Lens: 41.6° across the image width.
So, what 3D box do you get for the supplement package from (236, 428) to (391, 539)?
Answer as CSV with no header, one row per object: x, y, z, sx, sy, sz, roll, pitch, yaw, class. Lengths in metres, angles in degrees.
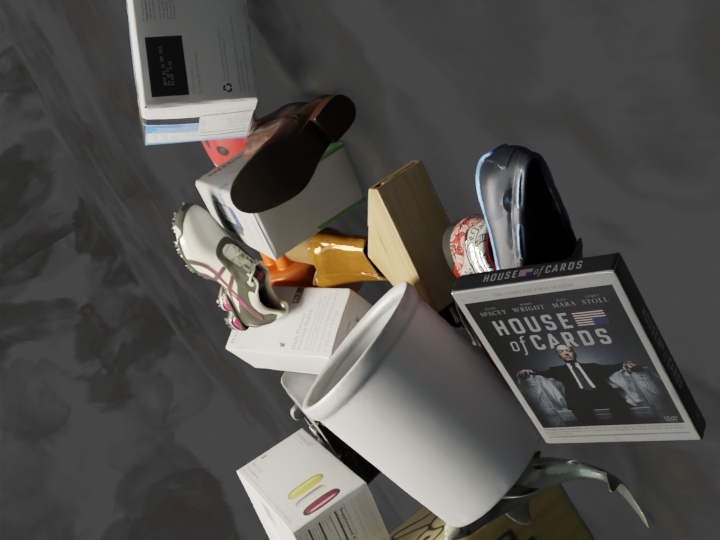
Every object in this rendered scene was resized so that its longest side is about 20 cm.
-0.053,0.326,1.229,0.199,0.110,0.157,21,137,61,supplement package

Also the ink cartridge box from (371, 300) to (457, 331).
0.099,0.111,1.128,0.037,0.094,0.201,-44,76,32,ink cartridge box

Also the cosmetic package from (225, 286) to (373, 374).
-0.081,0.080,1.283,0.198,0.103,0.074,0,153,38,cosmetic package

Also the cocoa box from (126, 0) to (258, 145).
-0.199,-0.263,1.100,0.131,0.131,0.203,138,125,-73,cocoa box

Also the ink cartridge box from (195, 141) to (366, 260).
-0.106,-0.104,1.214,0.199,0.145,0.088,25,145,57,ink cartridge box

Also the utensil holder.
0.067,0.141,0.984,0.199,0.171,0.170,41,163,-5,utensil holder

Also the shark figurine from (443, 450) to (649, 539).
0.198,0.250,1.049,0.129,0.211,0.091,-83,-23,-63,shark figurine

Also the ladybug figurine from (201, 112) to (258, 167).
-0.200,-0.219,1.384,0.135,0.071,0.202,38,154,45,ladybug figurine

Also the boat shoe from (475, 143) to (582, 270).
0.154,-0.008,0.809,0.068,0.084,0.202,9,132,62,boat shoe

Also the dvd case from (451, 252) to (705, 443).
0.184,0.073,0.795,0.149,0.025,0.201,-9,129,39,dvd case

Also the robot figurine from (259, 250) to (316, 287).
-0.080,0.031,1.422,0.142,0.117,0.202,-13,118,23,robot figurine

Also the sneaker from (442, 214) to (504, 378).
0.153,0.038,0.908,0.203,0.067,0.108,62,164,-7,sneaker

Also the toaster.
0.006,0.174,1.337,0.118,0.200,0.182,31,158,48,toaster

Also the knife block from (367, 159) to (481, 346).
0.083,0.002,1.035,0.176,0.064,0.201,48,159,24,knife block

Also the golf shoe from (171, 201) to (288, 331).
-0.165,-0.011,1.225,0.087,0.078,0.201,-7,129,34,golf shoe

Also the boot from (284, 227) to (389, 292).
0.000,-0.001,1.234,0.142,0.072,0.201,9,166,31,boot

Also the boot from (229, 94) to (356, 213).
-0.110,-0.137,1.116,0.065,0.186,0.199,56,160,-22,boot

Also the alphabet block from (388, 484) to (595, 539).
0.173,0.375,1.204,0.198,0.199,0.195,56,162,-1,alphabet block
